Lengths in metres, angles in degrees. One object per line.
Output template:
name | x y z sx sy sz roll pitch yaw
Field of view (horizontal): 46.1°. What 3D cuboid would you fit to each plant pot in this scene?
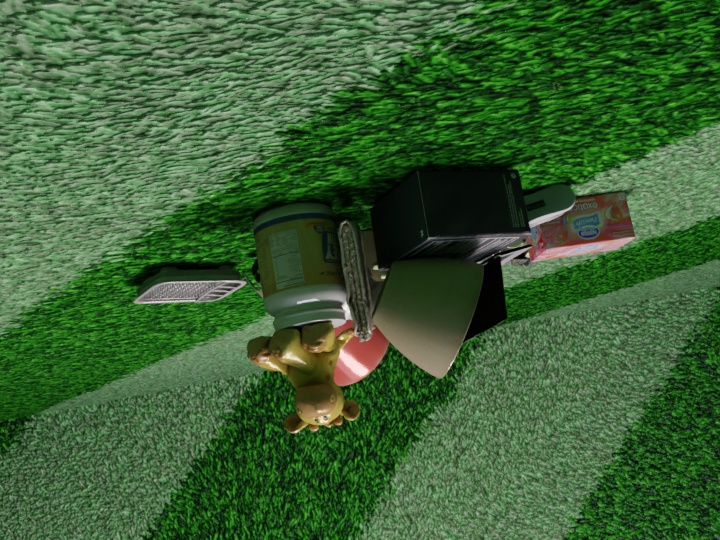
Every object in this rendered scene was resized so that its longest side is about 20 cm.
plant pot | -0.065 0.121 1.804 0.199 0.202 0.177 -18 138 32

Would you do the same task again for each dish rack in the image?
dish rack | -0.351 0.027 1.726 0.199 0.044 0.171 -2 166 -35

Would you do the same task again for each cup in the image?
cup | 0.101 0.058 1.402 0.142 0.202 0.200 22 165 -1

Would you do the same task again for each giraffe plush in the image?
giraffe plush | -0.085 0.188 1.435 0.171 0.164 0.199 -17 166 27

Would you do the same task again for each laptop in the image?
laptop | 0.222 0.055 1.551 0.187 0.117 0.199 -34 167 39

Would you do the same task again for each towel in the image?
towel | -0.007 0.016 1.427 0.034 0.202 0.133 -8 -178 4

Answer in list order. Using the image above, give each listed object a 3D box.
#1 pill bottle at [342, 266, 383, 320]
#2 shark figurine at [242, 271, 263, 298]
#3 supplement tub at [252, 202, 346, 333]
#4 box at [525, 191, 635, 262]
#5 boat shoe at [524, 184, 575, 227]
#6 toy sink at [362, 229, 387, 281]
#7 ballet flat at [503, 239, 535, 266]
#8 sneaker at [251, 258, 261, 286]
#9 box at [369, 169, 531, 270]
pill bottle | -0.049 0.022 1.559 0.199 0.116 0.116 30 174 11
shark figurine | -0.152 0.034 1.859 0.213 0.090 0.129 -14 136 -24
supplement tub | -0.100 -0.001 1.436 0.143 0.202 0.145 -10 168 -2
box | 0.443 -0.088 1.728 0.198 0.104 0.095 -7 168 -10
boat shoe | 0.306 -0.106 1.600 0.198 0.074 0.065 -10 164 3
toy sink | 0.096 -0.038 1.603 0.198 0.132 0.112 -8 168 -6
ballet flat | 0.358 -0.047 1.930 0.199 0.073 0.072 -1 165 -43
sneaker | -0.131 0.037 1.671 0.074 0.199 0.081 -53 161 -11
box | 0.147 -0.085 1.440 0.197 0.124 0.200 -5 167 -25
